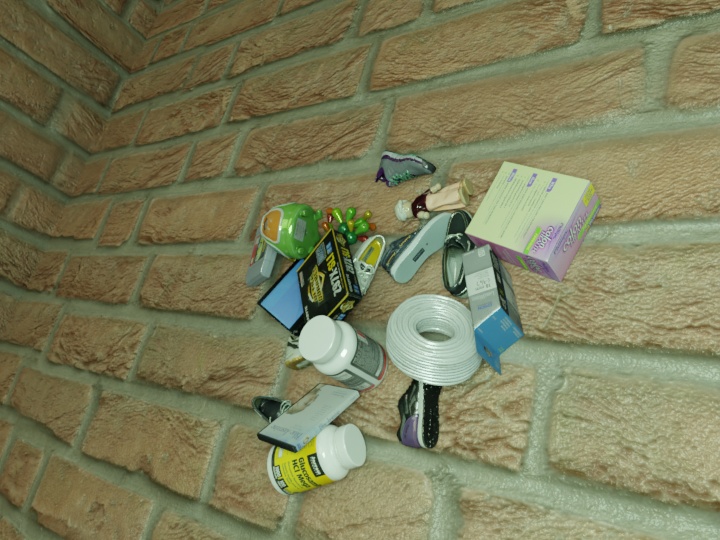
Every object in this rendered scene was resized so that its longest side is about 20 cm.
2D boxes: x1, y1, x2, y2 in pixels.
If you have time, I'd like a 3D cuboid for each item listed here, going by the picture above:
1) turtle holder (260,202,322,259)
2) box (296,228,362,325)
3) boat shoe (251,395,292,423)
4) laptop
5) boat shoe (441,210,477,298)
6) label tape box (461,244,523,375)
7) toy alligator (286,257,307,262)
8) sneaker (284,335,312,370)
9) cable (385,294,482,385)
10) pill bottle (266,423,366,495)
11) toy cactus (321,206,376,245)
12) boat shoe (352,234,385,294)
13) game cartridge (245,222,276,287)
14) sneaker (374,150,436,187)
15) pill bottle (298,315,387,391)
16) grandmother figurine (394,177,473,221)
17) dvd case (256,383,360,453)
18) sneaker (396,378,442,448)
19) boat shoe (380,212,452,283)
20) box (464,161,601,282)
[{"bbox_3d":[-0.170,-0.109,1.420,0.129,0.185,0.144,9,115,21],"label":"turtle holder"},{"bbox_3d":[-0.076,0.031,1.266,0.160,0.049,0.203,-45,41,31],"label":"box"},{"bbox_3d":[-0.180,0.340,1.309,0.198,0.062,0.076,18,75,42],"label":"boat shoe"},{"bbox_3d":[-0.116,0.063,1.347,0.198,0.104,0.178,5,46,48],"label":"laptop"},{"bbox_3d":[0.211,-0.044,1.205,0.075,0.060,0.204,-19,61,38],"label":"boat shoe"},{"bbox_3d":[0.257,0.076,1.062,0.062,0.144,0.204,-19,55,25],"label":"label tape box"},{"bbox_3d":[-0.200,-0.065,1.559,0.198,0.054,0.060,24,80,43],"label":"toy alligator"},{"bbox_3d":[-0.106,0.168,1.339,0.197,0.075,0.089,-22,54,26],"label":"sneaker"},{"bbox_3d":[0.148,0.132,1.102,0.198,0.070,0.199,28,43,30],"label":"cable"},{"bbox_3d":[-0.091,0.393,1.174,0.197,0.112,0.114,-26,52,24],"label":"pill bottle"},{"bbox_3d":[-0.045,-0.081,1.424,0.198,0.102,0.168,12,76,46],"label":"toy cactus"},{"bbox_3d":[0.004,0.002,1.291,0.204,0.074,0.086,-57,5,-20],"label":"boat shoe"},{"bbox_3d":[-0.274,-0.063,1.599,0.132,0.040,0.204,-24,51,49],"label":"game cartridge"},{"bbox_3d":[0.112,-0.245,1.418,0.199,0.074,0.089,26,92,54],"label":"sneaker"},{"bbox_3d":[-0.035,0.177,1.193,0.114,0.199,0.118,-18,55,28],"label":"pill bottle"},{"bbox_3d":[0.165,-0.159,1.329,0.197,0.061,0.122,-12,26,36],"label":"grandmother figurine"},{"bbox_3d":[-0.112,0.312,1.205,0.141,0.018,0.199,-3,24,47],"label":"dvd case"},{"bbox_3d":[0.111,0.251,1.128,0.086,0.075,0.204,-10,59,40],"label":"sneaker"},{"bbox_3d":[0.128,-0.067,1.294,0.200,0.071,0.091,-45,35,-2],"label":"boat shoe"},{"bbox_3d":[0.346,-0.103,1.126,0.198,0.096,0.178,25,82,44],"label":"box"}]
